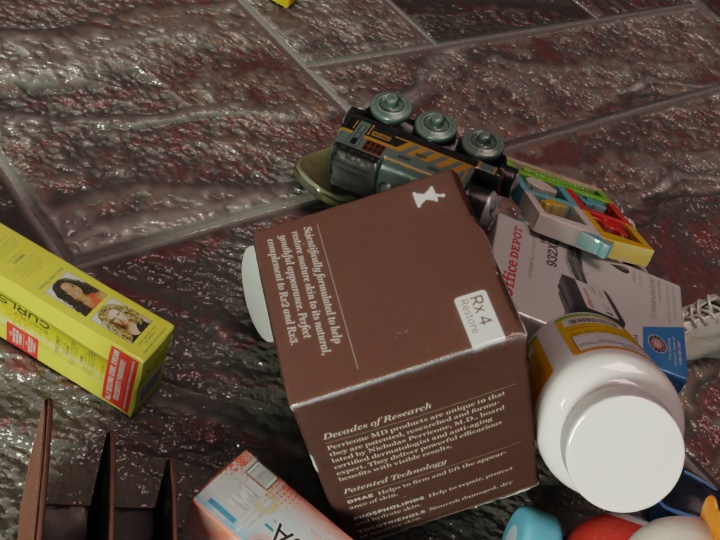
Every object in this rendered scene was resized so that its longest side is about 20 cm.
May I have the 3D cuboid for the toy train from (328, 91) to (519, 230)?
[{"bbox_3d":[0.061,-0.106,0.997,0.197,0.086,0.115,23,50,12],"label":"toy train"}]

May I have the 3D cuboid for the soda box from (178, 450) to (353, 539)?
[{"bbox_3d":[-0.034,0.221,0.681,0.199,0.069,0.063,37,41,15],"label":"soda box"}]

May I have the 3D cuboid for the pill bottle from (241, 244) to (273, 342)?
[{"bbox_3d":[0.000,0.000,0.872,0.197,0.114,0.114,-14,52,-25],"label":"pill bottle"}]

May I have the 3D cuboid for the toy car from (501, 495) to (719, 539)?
[{"bbox_3d":[0.218,0.224,0.702,0.181,0.202,0.178,20,39,-5],"label":"toy car"}]

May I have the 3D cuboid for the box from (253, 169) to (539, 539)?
[{"bbox_3d":[0.030,0.070,0.737,0.161,0.202,0.168,-17,47,-1],"label":"box"}]

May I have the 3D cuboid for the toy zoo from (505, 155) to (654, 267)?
[{"bbox_3d":[0.221,-0.059,1.009,0.129,0.021,0.201,16,23,-14],"label":"toy zoo"}]

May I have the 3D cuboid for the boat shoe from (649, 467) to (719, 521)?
[{"bbox_3d":[0.356,0.232,0.854,0.198,0.085,0.069,31,51,4],"label":"boat shoe"}]

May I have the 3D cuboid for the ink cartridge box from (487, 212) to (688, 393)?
[{"bbox_3d":[0.199,0.048,0.927,0.197,0.085,0.146,21,39,0],"label":"ink cartridge box"}]

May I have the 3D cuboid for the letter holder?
[{"bbox_3d":[-0.158,0.195,0.590,0.099,0.143,0.202,7,42,-19],"label":"letter holder"}]

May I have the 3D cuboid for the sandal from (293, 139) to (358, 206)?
[{"bbox_3d":[-0.003,-0.130,1.091,0.079,0.058,0.200,38,41,17],"label":"sandal"}]

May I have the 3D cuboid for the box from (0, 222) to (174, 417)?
[{"bbox_3d":[-0.247,0.032,0.779,0.198,0.076,0.050,30,42,5],"label":"box"}]

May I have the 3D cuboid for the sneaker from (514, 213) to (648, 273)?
[{"bbox_3d":[0.243,-0.018,1.085,0.196,0.075,0.088,1,50,-25],"label":"sneaker"}]

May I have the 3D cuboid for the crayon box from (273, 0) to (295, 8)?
[{"bbox_3d":[-0.150,-0.479,1.306,0.198,0.174,0.059,29,42,5],"label":"crayon box"}]

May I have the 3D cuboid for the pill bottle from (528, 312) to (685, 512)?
[{"bbox_3d":[0.185,0.107,0.755,0.109,0.113,0.200,23,11,-1],"label":"pill bottle"}]

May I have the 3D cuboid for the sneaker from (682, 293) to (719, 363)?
[{"bbox_3d":[0.363,0.058,1.060,0.197,0.071,0.074,-6,48,-31],"label":"sneaker"}]
